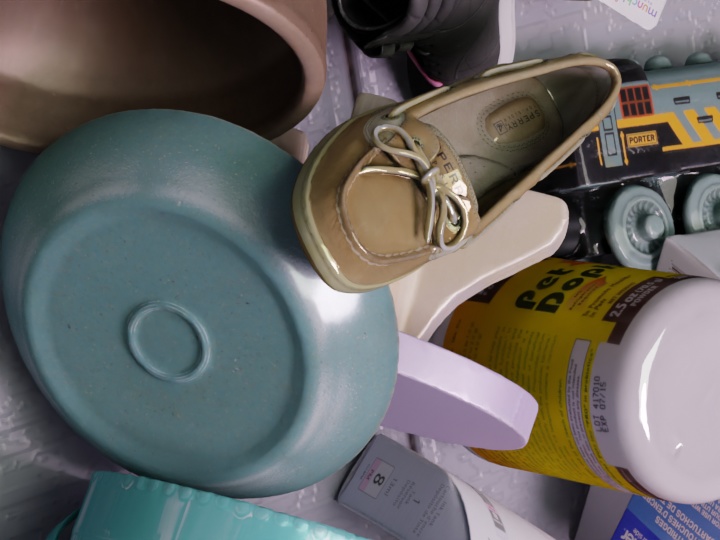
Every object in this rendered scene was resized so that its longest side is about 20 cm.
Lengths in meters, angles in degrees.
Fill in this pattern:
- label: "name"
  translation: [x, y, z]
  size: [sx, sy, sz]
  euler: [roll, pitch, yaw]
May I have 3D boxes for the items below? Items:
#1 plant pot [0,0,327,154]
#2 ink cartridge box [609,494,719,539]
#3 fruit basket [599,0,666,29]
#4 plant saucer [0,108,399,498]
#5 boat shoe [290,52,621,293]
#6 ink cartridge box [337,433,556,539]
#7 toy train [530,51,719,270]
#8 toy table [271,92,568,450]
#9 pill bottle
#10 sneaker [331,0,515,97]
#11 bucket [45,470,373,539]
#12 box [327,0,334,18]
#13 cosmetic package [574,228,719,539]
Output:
- label: "plant pot"
  translation: [-0.109, -0.164, 1.341]
  size: [0.200, 0.200, 0.176]
  euler: [21, 60, -35]
- label: "ink cartridge box"
  translation: [0.220, 0.107, 1.559]
  size: [0.136, 0.076, 0.201]
  euler: [4, 119, -42]
- label: "fruit basket"
  translation: [0.100, -0.245, 1.514]
  size: [0.199, 0.094, 0.186]
  euler: [24, 79, -19]
- label: "plant saucer"
  translation: [-0.081, 0.025, 1.360]
  size: [0.036, 0.199, 0.201]
  euler: [-52, 125, -55]
- label: "boat shoe"
  translation: [0.044, -0.050, 1.333]
  size: [0.200, 0.063, 0.073]
  euler: [-27, 92, -49]
- label: "ink cartridge box"
  translation: [0.101, 0.160, 1.499]
  size: [0.162, 0.200, 0.057]
  euler: [34, 82, -34]
- label: "toy train"
  translation: [0.164, -0.059, 1.604]
  size: [0.199, 0.085, 0.115]
  euler: [-10, 90, -35]
- label: "toy table"
  translation: [0.000, 0.000, 1.438]
  size: [0.199, 0.184, 0.118]
  euler: [19, 75, -2]
- label: "pill bottle"
  translation: [0.110, 0.050, 1.496]
  size: [0.109, 0.200, 0.110]
  euler: [-4, 97, -36]
- label: "sneaker"
  translation: [0.024, -0.126, 1.453]
  size: [0.099, 0.200, 0.071]
  euler: [-28, 67, -24]
- label: "bucket"
  translation: [-0.060, 0.180, 1.389]
  size: [0.207, 0.207, 0.136]
  euler: [23, 79, -35]
- label: "box"
  translation: [-0.016, -0.186, 1.399]
  size: [0.041, 0.200, 0.039]
  euler: [34, 67, 10]
- label: "cosmetic package"
  translation: [0.208, 0.068, 1.612]
  size: [0.150, 0.052, 0.201]
  euler: [-11, 128, -37]
